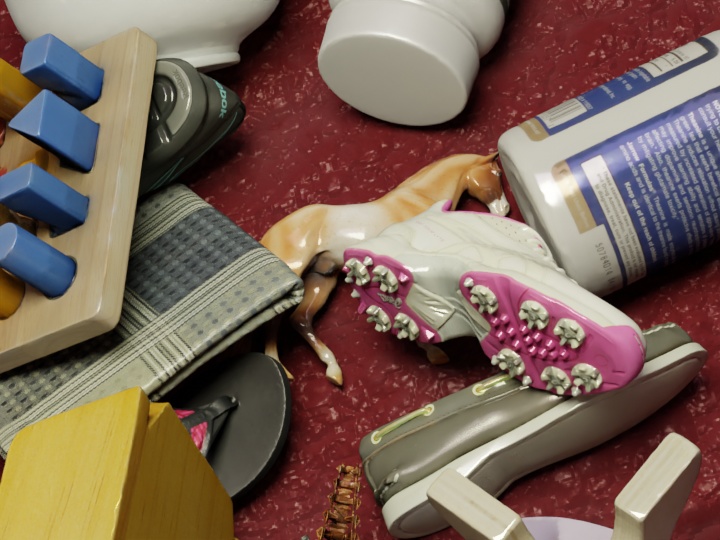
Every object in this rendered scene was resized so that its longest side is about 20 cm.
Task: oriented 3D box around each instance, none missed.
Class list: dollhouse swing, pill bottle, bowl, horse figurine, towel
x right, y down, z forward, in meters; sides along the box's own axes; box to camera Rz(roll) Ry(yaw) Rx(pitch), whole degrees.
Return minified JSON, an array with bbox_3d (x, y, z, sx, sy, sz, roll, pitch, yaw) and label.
[{"bbox_3d":[-0.179,0.177,1.118,0.176,0.200,0.182,-1,60,15],"label":"dollhouse swing"},{"bbox_3d":[0.189,-0.070,1.222,0.200,0.111,0.111,-25,57,-1],"label":"pill bottle"},{"bbox_3d":[-0.132,-0.166,1.346,0.201,0.201,0.090,-10,93,9],"label":"bowl"},{"bbox_3d":[0.000,0.000,1.268,0.200,0.050,0.133,-14,63,3],"label":"horse figurine"},{"bbox_3d":[0.045,-0.200,1.336,0.114,0.114,0.200,8,62,19],"label":"pill bottle"},{"bbox_3d":[-0.147,0.037,1.253,0.200,0.035,0.193,-35,32,-12],"label":"towel"}]

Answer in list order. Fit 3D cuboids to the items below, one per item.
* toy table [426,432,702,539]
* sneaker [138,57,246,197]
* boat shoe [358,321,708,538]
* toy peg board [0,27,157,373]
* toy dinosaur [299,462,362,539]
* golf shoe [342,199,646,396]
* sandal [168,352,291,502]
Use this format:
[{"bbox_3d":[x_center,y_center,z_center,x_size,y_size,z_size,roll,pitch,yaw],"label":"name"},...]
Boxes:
[{"bbox_3d":[0.121,0.180,1.088,0.200,0.117,0.184,21,67,26],"label":"toy table"},{"bbox_3d":[-0.156,-0.061,1.327,0.200,0.079,0.075,-28,74,27],"label":"sneaker"},{"bbox_3d":[0.094,0.077,1.183,0.202,0.072,0.060,-28,62,2],"label":"boat shoe"},{"bbox_3d":[-0.232,-0.045,1.242,0.199,0.098,0.200,-21,52,35],"label":"toy peg board"},{"bbox_3d":[-0.027,0.200,1.104,0.102,0.136,0.200,-9,68,-12],"label":"toy dinosaur"},{"bbox_3d":[0.083,0.006,1.166,0.200,0.075,0.092,21,48,39],"label":"golf shoe"},{"bbox_3d":[-0.124,0.117,1.214,0.200,0.045,0.075,-35,62,3],"label":"sandal"}]
